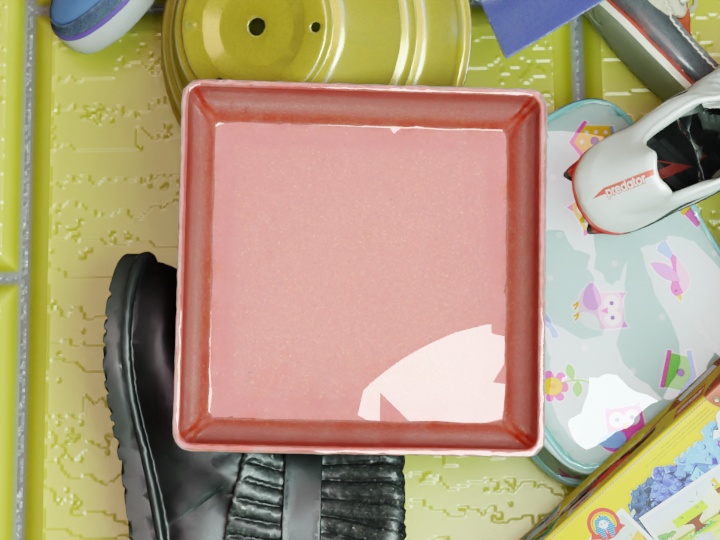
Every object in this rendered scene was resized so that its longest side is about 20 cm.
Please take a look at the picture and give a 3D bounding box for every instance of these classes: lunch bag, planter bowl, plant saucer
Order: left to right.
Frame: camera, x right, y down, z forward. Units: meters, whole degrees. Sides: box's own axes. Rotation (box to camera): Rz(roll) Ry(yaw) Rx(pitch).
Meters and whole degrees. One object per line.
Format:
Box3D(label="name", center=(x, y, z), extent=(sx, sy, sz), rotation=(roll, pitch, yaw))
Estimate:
Box3D(label="planter bowl", center=(-0.044, -0.135, 1.223), extent=(0.200, 0.083, 0.201), rotation=(0, 91, 23))
Box3D(label="plant saucer", center=(0.000, 0.000, 1.168), extent=(0.199, 0.037, 0.201), rotation=(1, 84, -4))
Box3D(label="lunch bag", center=(0.123, 0.013, 1.228), extent=(0.160, 0.077, 0.200), rotation=(-32, 78, -4))

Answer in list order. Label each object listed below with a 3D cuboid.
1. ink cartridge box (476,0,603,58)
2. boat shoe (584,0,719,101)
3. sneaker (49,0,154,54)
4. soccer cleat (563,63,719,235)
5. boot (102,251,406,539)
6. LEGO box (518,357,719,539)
Box3D(label="ink cartridge box", center=(0.125, -0.253, 1.242), extent=(0.197, 0.047, 0.200), rotation=(-31, 54, 13))
Box3D(label="boat shoe", center=(0.161, -0.166, 1.272), extent=(0.063, 0.071, 0.200), rotation=(-41, 74, -6))
Box3D(label="sneaker", center=(-0.162, -0.235, 1.232), extent=(0.200, 0.146, 0.081), rotation=(-55, 42, 14))
Box3D(label="soccer cleat", center=(0.198, -0.076, 1.168), extent=(0.200, 0.085, 0.069), rotation=(-27, 94, -33))
Box3D(label="boot", center=(-0.055, 0.086, 1.211), extent=(0.157, 0.079, 0.212), rotation=(-8, 88, 6))
Box3D(label="LEGO box", center=(0.181, 0.158, 1.134), extent=(0.149, 0.077, 0.200), rotation=(45, 109, 2))
